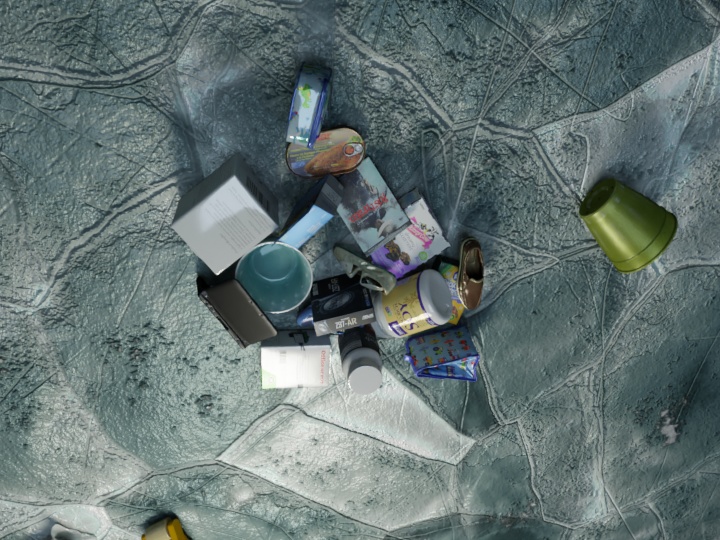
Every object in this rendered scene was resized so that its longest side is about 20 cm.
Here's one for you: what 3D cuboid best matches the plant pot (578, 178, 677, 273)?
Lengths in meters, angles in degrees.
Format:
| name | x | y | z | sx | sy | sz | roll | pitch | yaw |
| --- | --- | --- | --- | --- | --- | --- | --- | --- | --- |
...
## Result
| name | x | y | z | sx | sy | sz | roll | pitch | yaw |
| --- | --- | --- | --- | --- | --- | --- | --- | --- | --- |
| plant pot | 0.687 | -0.134 | 1.667 | 0.192 | 0.201 | 0.201 | 38 | 107 | -12 |

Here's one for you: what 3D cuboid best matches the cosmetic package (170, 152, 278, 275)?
| name | x | y | z | sx | sy | sz | roll | pitch | yaw |
| --- | --- | --- | --- | --- | --- | --- | --- | --- | --- |
| cosmetic package | -0.319 | -0.137 | 1.515 | 0.198 | 0.166 | 0.166 | -34 | 117 | 10 |

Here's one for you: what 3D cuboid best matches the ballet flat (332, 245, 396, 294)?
| name | x | y | z | sx | sy | sz | roll | pitch | yaw |
| --- | --- | --- | --- | --- | --- | --- | --- | --- | --- |
| ballet flat | 0.000 | 0.000 | 1.640 | 0.197 | 0.063 | 0.068 | 26 | 159 | 19 |

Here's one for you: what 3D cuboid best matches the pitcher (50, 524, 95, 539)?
| name | x | y | z | sx | sy | sz | roll | pitch | yaw |
| --- | --- | --- | --- | --- | --- | --- | --- | --- | --- |
| pitcher | -0.954 | 0.920 | 2.018 | 0.170 | 0.121 | 0.202 | 30 | 99 | -38 |

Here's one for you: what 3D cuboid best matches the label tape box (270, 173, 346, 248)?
| name | x | y | z | sx | sy | sz | roll | pitch | yaw |
| --- | --- | --- | --- | --- | --- | --- | --- | --- | --- |
| label tape box | -0.121 | -0.126 | 1.509 | 0.063 | 0.202 | 0.144 | 41 | 124 | -16 |

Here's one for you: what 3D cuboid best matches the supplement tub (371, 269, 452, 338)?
| name | x | y | z | sx | sy | sz | roll | pitch | yaw |
| --- | --- | --- | --- | --- | --- | --- | --- | --- | --- |
| supplement tub | 0.131 | 0.094 | 1.687 | 0.197 | 0.147 | 0.146 | -22 | 122 | 32 |

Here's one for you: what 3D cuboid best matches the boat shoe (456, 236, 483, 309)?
| name | x | y | z | sx | sy | sz | roll | pitch | yaw |
| --- | --- | --- | --- | --- | --- | --- | --- | --- | --- |
| boat shoe | 0.295 | 0.019 | 1.683 | 0.073 | 0.075 | 0.207 | -11 | 113 | -6 |

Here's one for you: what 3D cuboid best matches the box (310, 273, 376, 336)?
| name | x | y | z | sx | sy | sz | roll | pitch | yaw |
| --- | --- | --- | --- | --- | --- | --- | --- | --- | --- |
| box | -0.049 | 0.080 | 1.650 | 0.156 | 0.201 | 0.044 | -13 | 120 | 0 |

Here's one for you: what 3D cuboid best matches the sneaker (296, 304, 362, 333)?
| name | x | y | z | sx | sy | sz | roll | pitch | yaw |
| --- | --- | --- | --- | --- | --- | --- | --- | --- | --- |
| sneaker | -0.079 | 0.131 | 1.729 | 0.195 | 0.084 | 0.074 | -11 | 154 | 0 |

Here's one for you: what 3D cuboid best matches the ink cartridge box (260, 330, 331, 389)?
| name | x | y | z | sx | sy | sz | roll | pitch | yaw |
| --- | --- | --- | --- | --- | --- | --- | --- | --- | --- |
| ink cartridge box | -0.184 | 0.250 | 1.786 | 0.195 | 0.085 | 0.149 | 0 | 118 | -9 |

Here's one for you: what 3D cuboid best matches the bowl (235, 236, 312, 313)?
| name | x | y | z | sx | sy | sz | roll | pitch | yaw |
| --- | --- | --- | --- | --- | --- | --- | --- | --- | --- |
| bowl | -0.223 | -0.003 | 1.634 | 0.195 | 0.106 | 0.205 | -4 | 118 | -7 |

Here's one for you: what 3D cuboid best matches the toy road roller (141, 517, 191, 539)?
| name | x | y | z | sx | sy | sz | roll | pitch | yaw |
| --- | --- | --- | --- | --- | --- | --- | --- | --- | --- |
| toy road roller | -0.611 | 0.910 | 2.070 | 0.121 | 0.146 | 0.204 | -25 | 82 | 6 |

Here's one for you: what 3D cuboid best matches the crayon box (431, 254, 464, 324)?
| name | x | y | z | sx | sy | sz | roll | pitch | yaw |
| --- | --- | --- | --- | --- | --- | --- | --- | --- | --- |
| crayon box | 0.237 | 0.068 | 1.771 | 0.123 | 0.052 | 0.203 | 15 | 115 | -15 |

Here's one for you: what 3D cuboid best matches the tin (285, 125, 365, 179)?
| name | x | y | z | sx | sy | sz | roll | pitch | yaw |
| --- | --- | --- | --- | --- | --- | --- | --- | --- | --- |
| tin | -0.086 | -0.289 | 1.542 | 0.195 | 0.042 | 0.114 | -10 | 123 | -3 |

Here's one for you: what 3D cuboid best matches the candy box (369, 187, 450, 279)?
| name | x | y | z | sx | sy | sz | roll | pitch | yaw |
| --- | --- | --- | --- | --- | --- | --- | --- | --- | --- |
| candy box | 0.111 | -0.088 | 1.657 | 0.198 | 0.072 | 0.169 | -32 | 118 | 10 |

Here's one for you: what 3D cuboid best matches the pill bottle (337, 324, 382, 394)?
| name | x | y | z | sx | sy | sz | roll | pitch | yaw |
| --- | --- | --- | --- | --- | --- | --- | --- | --- | --- |
| pill bottle | 0.001 | 0.240 | 1.741 | 0.113 | 0.201 | 0.118 | -4 | 120 | -6 |

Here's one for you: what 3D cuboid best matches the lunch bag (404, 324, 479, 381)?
| name | x | y | z | sx | sy | sz | roll | pitch | yaw |
| --- | --- | --- | --- | --- | --- | --- | --- | --- | --- |
| lunch bag | 0.221 | 0.239 | 1.802 | 0.195 | 0.151 | 0.096 | -2 | 119 | -7 |

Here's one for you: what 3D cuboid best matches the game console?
| name | x | y | z | sx | sy | sz | roll | pitch | yaw |
| --- | --- | --- | --- | --- | --- | --- | --- | --- | --- |
| game console | -0.321 | 0.091 | 1.641 | 0.115 | 0.176 | 0.202 | -35 | 117 | -2 |

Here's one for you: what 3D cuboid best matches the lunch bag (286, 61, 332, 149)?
| name | x | y | z | sx | sy | sz | roll | pitch | yaw |
| --- | --- | --- | --- | --- | --- | --- | --- | --- | --- |
| lunch bag | -0.115 | -0.366 | 1.404 | 0.081 | 0.201 | 0.164 | 14 | 114 | -8 |

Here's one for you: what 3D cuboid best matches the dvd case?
| name | x | y | z | sx | sy | sz | roll | pitch | yaw |
| --- | --- | --- | --- | --- | --- | --- | --- | --- | --- |
| dvd case | 0.019 | -0.160 | 1.585 | 0.144 | 0.022 | 0.202 | -33 | 91 | 10 |
